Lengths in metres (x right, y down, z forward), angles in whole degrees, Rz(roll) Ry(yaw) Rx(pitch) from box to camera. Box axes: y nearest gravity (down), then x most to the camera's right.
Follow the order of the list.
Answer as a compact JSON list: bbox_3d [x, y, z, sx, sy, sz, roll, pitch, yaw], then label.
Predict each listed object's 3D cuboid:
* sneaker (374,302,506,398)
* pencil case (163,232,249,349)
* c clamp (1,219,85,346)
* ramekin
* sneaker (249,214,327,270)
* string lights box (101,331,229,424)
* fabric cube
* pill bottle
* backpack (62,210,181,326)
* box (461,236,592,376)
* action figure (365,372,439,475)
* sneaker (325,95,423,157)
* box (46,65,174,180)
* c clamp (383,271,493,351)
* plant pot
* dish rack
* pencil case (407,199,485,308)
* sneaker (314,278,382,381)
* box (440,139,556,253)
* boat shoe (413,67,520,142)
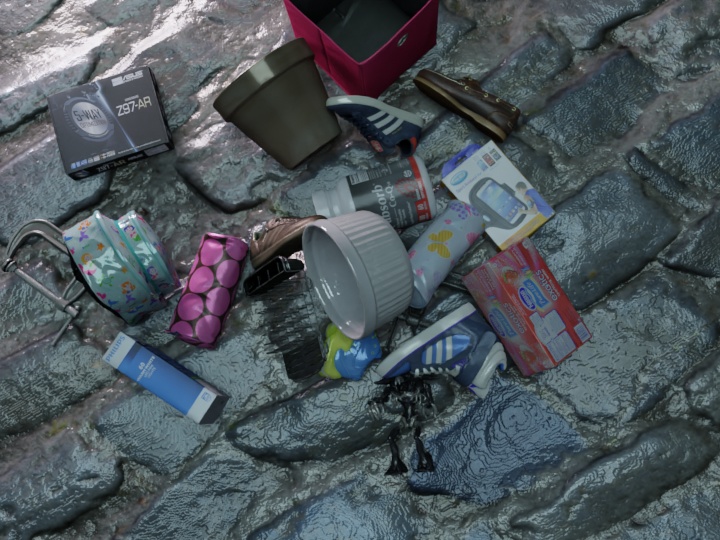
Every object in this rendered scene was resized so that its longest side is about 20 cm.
[{"bbox_3d":[0.141,0.161,1.368,0.200,0.081,0.147,-33,85,-7],"label":"sneaker"},{"bbox_3d":[-0.267,0.032,1.468,0.094,0.091,0.200,15,78,23],"label":"pencil case"},{"bbox_3d":[-0.570,0.009,1.517,0.200,0.027,0.171,40,84,9],"label":"c clamp"},{"bbox_3d":[0.000,0.000,1.333,0.105,0.200,0.200,-24,78,-21],"label":"ramekin"},{"bbox_3d":[-0.131,-0.065,1.437,0.200,0.070,0.076,-28,69,41],"label":"sneaker"},{"bbox_3d":[-0.328,0.183,1.431,0.200,0.103,0.059,31,83,9],"label":"string lights box"},{"bbox_3d":[0.006,-0.443,1.481,0.196,0.199,0.200,-44,80,-6],"label":"fabric cube"},{"bbox_3d":[0.024,-0.119,1.461,0.200,0.116,0.116,-17,79,0],"label":"pill bottle"},{"bbox_3d":[-0.404,-0.012,1.417,0.150,0.200,0.178,-34,73,0],"label":"backpack"},{"bbox_3d":[0.274,0.062,1.394,0.103,0.095,0.200,-32,87,-29],"label":"box"},{"bbox_3d":[0.076,0.237,1.399,0.119,0.102,0.201,-8,80,14],"label":"action figure"},{"bbox_3d":[0.025,-0.248,1.469,0.200,0.075,0.085,10,89,-33],"label":"sneaker"},{"bbox_3d":[-0.462,-0.273,1.555,0.200,0.044,0.161,-17,79,0],"label":"box"},{"bbox_3d":[0.155,0.082,1.450,0.200,0.027,0.171,12,68,5],"label":"c clamp"},{"bbox_3d":[-0.130,-0.278,1.478,0.200,0.200,0.174,-36,96,-3],"label":"plant pot"},{"bbox_3d":[-0.124,0.087,1.419,0.054,0.153,0.200,-7,76,-35],"label":"dish rack"},{"bbox_3d":[0.130,-0.029,1.429,0.083,0.091,0.200,36,70,12],"label":"pencil case"},{"bbox_3d":[-0.004,0.099,1.454,0.105,0.076,0.200,23,81,-11],"label":"sneaker"},{"bbox_3d":[0.235,-0.136,1.490,0.119,0.041,0.200,-39,82,-4],"label":"box"},{"bbox_3d":[0.193,-0.310,1.511,0.200,0.070,0.070,33,90,0],"label":"boat shoe"}]
